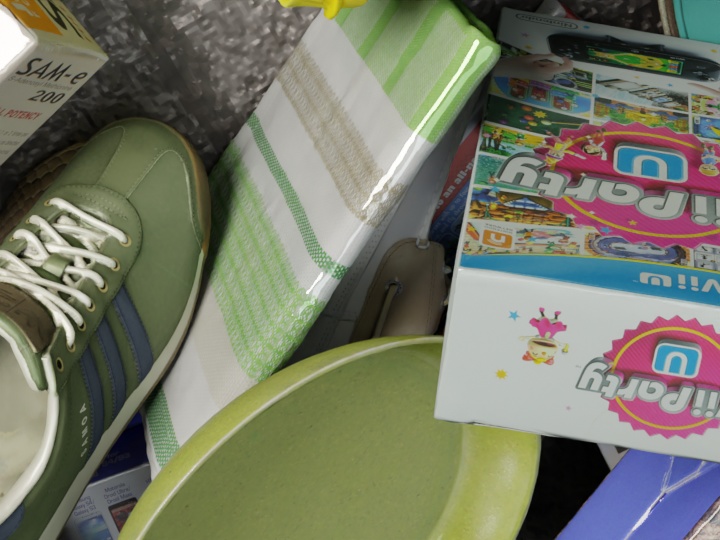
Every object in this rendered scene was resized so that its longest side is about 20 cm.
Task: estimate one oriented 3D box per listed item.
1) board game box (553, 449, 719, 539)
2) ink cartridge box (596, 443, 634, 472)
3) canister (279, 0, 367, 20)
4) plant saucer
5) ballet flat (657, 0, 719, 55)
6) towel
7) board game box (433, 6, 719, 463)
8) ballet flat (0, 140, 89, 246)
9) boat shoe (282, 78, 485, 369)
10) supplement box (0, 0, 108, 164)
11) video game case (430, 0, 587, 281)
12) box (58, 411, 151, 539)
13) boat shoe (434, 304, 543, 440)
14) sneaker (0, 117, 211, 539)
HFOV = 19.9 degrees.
[{"bbox_3d":[0.170,0.165,0.811,0.200,0.097,0.159,37,95,-14],"label":"board game box"},{"bbox_3d":[0.154,0.065,0.875,0.104,0.059,0.200,-27,119,3],"label":"ink cartridge box"},{"bbox_3d":[0.062,-0.165,0.711,0.200,0.149,0.087,-5,144,-13],"label":"canister"},{"bbox_3d":[-0.020,0.101,0.744,0.200,0.031,0.200,-25,136,-27],"label":"plant saucer"},{"bbox_3d":[0.179,-0.070,0.835,0.067,0.062,0.200,-30,113,16],"label":"ballet flat"},{"bbox_3d":[-0.021,-0.023,0.761,0.031,0.149,0.200,29,106,-24],"label":"towel"},{"bbox_3d":[0.110,-0.015,0.723,0.147,0.200,0.064,9,123,3],"label":"board game box"},{"bbox_3d":[-0.134,0.038,0.779,0.067,0.046,0.200,35,74,-18],"label":"ballet flat"},{"bbox_3d":[0.000,0.000,0.809,0.068,0.075,0.200,26,103,-18],"label":"boat shoe"},{"bbox_3d":[-0.206,-0.054,0.715,0.200,0.074,0.126,-42,81,10],"label":"supplement box"},{"bbox_3d":[0.109,-0.006,0.874,0.200,0.017,0.143,33,105,-25],"label":"video game case"},{"bbox_3d":[-0.112,0.150,0.890,0.119,0.041,0.200,-21,121,-2],"label":"box"},{"bbox_3d":[0.024,0.074,0.858,0.072,0.068,0.200,-3,126,-38],"label":"boat shoe"},{"bbox_3d":[-0.110,0.024,0.715,0.067,0.090,0.200,21,72,11],"label":"sneaker"}]
